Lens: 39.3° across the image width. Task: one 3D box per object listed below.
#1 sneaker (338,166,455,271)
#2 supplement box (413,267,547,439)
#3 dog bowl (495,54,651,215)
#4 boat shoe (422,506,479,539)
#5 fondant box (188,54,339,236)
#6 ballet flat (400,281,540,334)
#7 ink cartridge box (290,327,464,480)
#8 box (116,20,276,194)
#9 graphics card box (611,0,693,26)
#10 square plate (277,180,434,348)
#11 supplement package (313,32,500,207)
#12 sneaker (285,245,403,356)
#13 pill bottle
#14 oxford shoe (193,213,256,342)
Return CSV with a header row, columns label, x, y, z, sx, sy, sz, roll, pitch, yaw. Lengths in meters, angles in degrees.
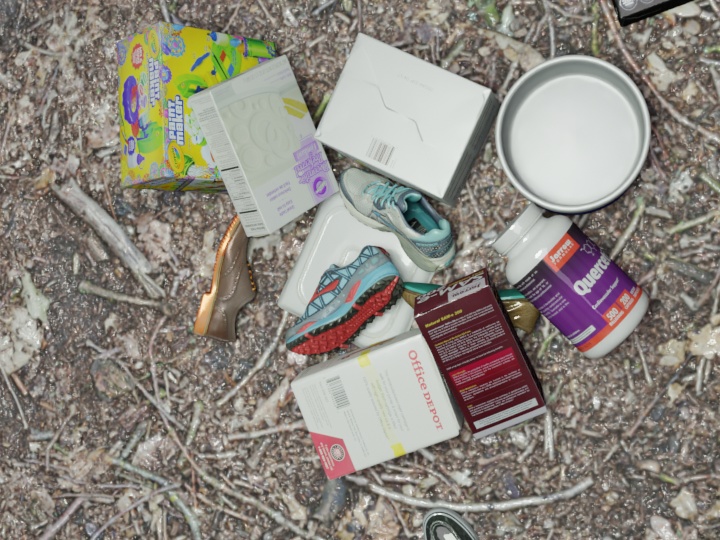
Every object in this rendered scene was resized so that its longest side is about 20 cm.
label,x,y,z,sx,sy,sz,roll,pitch,yaw
sneaker,0.052,-0.090,1.366,0.199,0.087,0.078,37,66,20
supplement box,0.157,0.110,1.319,0.108,0.061,0.202,-22,111,12
dog bowl,0.280,-0.175,1.327,0.197,0.079,0.204,-1,88,15
boat shoe,0.139,0.417,1.353,0.073,0.068,0.202,-24,82,13
fondant box,-0.126,-0.167,1.352,0.058,0.144,0.202,-3,115,47
ballet flat,0.146,0.058,1.363,0.197,0.068,0.074,3,103,3
ink cartridge box,0.027,0.178,1.373,0.197,0.083,0.147,-21,94,13
box,-0.221,-0.216,1.388,0.121,0.191,0.204,-5,86,47
graphics card box,0.372,-0.439,1.325,0.124,0.051,0.203,-16,85,14
square plate,0.000,0.000,1.423,0.196,0.028,0.202,25,95,15
supplement package,0.065,-0.201,1.368,0.198,0.111,0.158,26,95,15
sneaker,-0.027,0.041,1.389,0.199,0.079,0.096,-36,50,20
pill bottle,0.266,0.009,1.294,0.200,0.112,0.113,44,99,1
oxford shoe,-0.180,0.005,1.460,0.072,0.071,0.203,18,98,-5
